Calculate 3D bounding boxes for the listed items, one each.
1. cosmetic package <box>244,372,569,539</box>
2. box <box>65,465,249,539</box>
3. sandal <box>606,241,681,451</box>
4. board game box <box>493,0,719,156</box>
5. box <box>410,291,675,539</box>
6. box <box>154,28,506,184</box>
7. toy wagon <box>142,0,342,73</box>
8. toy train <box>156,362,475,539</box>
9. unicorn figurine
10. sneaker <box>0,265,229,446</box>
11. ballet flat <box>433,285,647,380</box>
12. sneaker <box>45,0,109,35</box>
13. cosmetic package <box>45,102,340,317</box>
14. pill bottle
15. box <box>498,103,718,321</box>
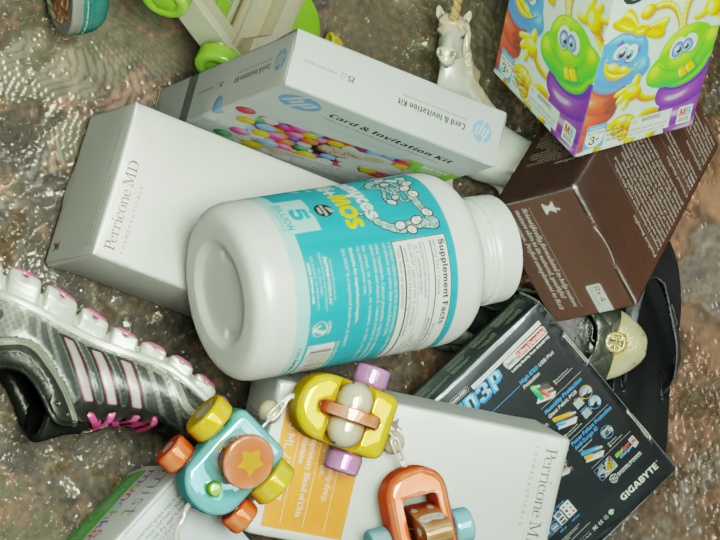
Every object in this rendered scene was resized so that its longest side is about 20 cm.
[{"bbox_3d":[0.023,0.132,1.667,0.199,0.071,0.102,11,93,-16],"label":"cosmetic package"},{"bbox_3d":[-0.136,0.253,1.612,0.177,0.097,0.200,49,64,-14],"label":"box"},{"bbox_3d":[0.202,0.057,1.855,0.076,0.043,0.201,4,82,-29],"label":"sandal"},{"bbox_3d":[0.170,-0.192,1.691,0.103,0.201,0.105,-16,47,-28],"label":"board game box"},{"bbox_3d":[0.091,0.140,1.747,0.200,0.046,0.159,-43,106,-7],"label":"box"},{"bbox_3d":[-0.024,-0.092,1.659,0.155,0.200,0.041,20,73,-26],"label":"box"},{"bbox_3d":[-0.077,-0.197,1.710,0.200,0.039,0.156,53,48,-42],"label":"toy wagon"},{"bbox_3d":[-0.023,0.137,1.581,0.199,0.056,0.151,-8,92,-20],"label":"toy train"},{"bbox_3d":[0.080,-0.087,1.798,0.200,0.074,0.138,45,55,-32],"label":"unicorn figurine"},{"bbox_3d":[-0.170,0.079,1.631,0.199,0.074,0.088,31,70,-17],"label":"sneaker"},{"bbox_3d":[0.109,0.040,1.785,0.199,0.057,0.067,11,82,-19],"label":"ballet flat"},{"bbox_3d":[-0.159,-0.248,1.678,0.080,0.071,0.201,6,79,-24],"label":"sneaker"},{"bbox_3d":[-0.089,-0.023,1.681,0.199,0.085,0.108,20,77,-27],"label":"cosmetic package"},{"bbox_3d":[0.000,0.000,1.617,0.199,0.111,0.111,-10,88,-29],"label":"pill bottle"},{"bbox_3d":[0.172,-0.065,1.791,0.100,0.075,0.200,60,36,-22],"label":"box"}]
